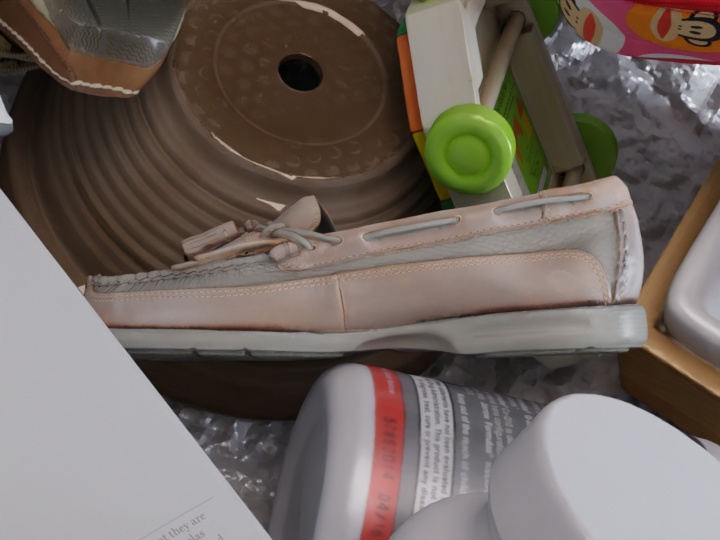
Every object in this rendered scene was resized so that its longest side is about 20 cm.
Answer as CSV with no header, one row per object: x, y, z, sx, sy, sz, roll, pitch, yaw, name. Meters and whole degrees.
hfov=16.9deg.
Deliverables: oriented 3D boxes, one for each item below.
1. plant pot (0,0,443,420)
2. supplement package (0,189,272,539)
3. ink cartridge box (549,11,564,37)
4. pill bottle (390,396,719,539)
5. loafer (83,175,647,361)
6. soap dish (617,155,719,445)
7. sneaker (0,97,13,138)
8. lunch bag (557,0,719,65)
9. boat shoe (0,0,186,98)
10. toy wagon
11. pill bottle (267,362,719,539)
-0.034,-0.051,0.936,0.200,0.093,0.201,9,55,-13,plant pot
-0.127,0.085,0.801,0.117,0.117,0.200,-29,71,-31,supplement package
0.014,-0.189,1.000,0.200,0.145,0.085,22,70,-4,ink cartridge box
0.033,0.140,0.711,0.116,0.200,0.116,30,27,-17,pill bottle
0.000,0.000,0.849,0.199,0.072,0.063,-1,87,4,loafer
0.204,0.009,0.982,0.157,0.081,0.200,32,54,4,soap dish
-0.172,-0.086,0.861,0.074,0.200,0.087,-21,104,-19,sneaker
0.139,-0.175,0.899,0.176,0.082,0.200,4,72,3,lunch bag
-0.124,-0.111,0.924,0.076,0.074,0.200,10,26,-29,boat shoe
0.053,-0.065,0.927,0.155,0.039,0.200,-68,137,-61,toy wagon
0.072,0.107,0.852,0.200,0.116,0.116,12,55,-10,pill bottle
